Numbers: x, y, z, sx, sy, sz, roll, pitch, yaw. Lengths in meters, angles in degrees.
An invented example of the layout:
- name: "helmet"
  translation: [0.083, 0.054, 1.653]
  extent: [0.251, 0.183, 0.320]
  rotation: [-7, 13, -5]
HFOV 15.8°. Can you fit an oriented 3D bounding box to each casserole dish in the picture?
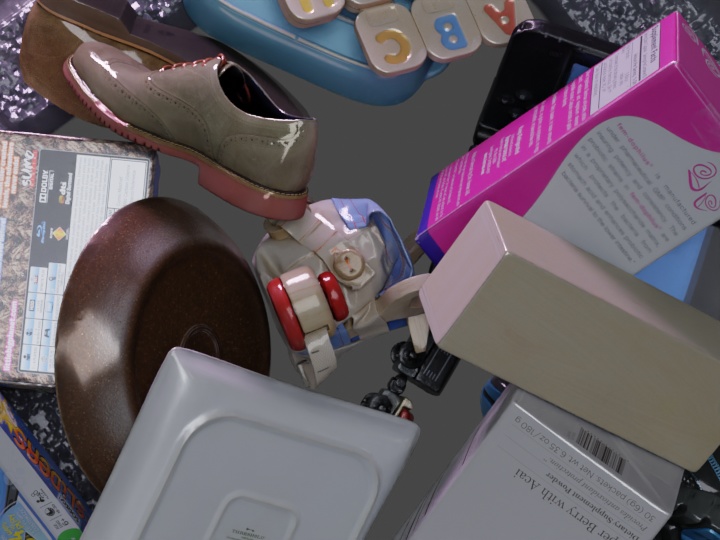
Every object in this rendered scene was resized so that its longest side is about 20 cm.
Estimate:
- name: "casserole dish"
  translation: [-0.026, -0.190, 1.723]
  extent: [0.199, 0.039, 0.122]
  rotation: [24, 82, 1]

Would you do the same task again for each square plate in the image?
- name: "square plate"
  translation: [-0.074, 0.163, 1.610]
  extent: [0.199, 0.028, 0.199]
  rotation: [20, 101, -34]

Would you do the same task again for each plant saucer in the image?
- name: "plant saucer"
  translation: [-0.112, 0.054, 1.620]
  extent: [0.037, 0.200, 0.202]
  rotation: [-1, 82, 35]

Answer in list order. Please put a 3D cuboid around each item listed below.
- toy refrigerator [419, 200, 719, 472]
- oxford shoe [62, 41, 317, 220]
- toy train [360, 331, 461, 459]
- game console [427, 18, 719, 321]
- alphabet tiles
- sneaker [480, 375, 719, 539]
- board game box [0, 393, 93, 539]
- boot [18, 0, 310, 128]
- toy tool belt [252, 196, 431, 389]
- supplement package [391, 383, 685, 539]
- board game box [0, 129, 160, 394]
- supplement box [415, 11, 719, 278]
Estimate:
- name: "toy refrigerator"
  translation: [0.140, 0.040, 1.568]
  extent: [0.199, 0.070, 0.076]
  rotation: [26, 114, -24]
- name: "oxford shoe"
  translation: [-0.101, -0.106, 1.612]
  extent: [0.200, 0.070, 0.075]
  rotation: [30, 113, 26]
- name: "toy train"
  translation: [0.013, 0.112, 1.695]
  extent: [0.046, 0.034, 0.201]
  rotation: [32, 83, -10]
- name: "game console"
  translation: [0.165, -0.044, 1.682]
  extent: [0.199, 0.176, 0.117]
  rotation: [18, 55, -1]
- name: "alphabet tiles"
  translation: [0.028, -0.225, 1.706]
  extent: [0.199, 0.015, 0.196]
  rotation: [-16, 70, -19]
- name: "sneaker"
  translation: [0.172, 0.116, 1.694]
  extent: [0.199, 0.073, 0.082]
  rotation: [30, 58, 2]
- name: "board game box"
  translation: [-0.272, 0.124, 1.613]
  extent: [0.135, 0.035, 0.200]
  rotation: [-29, 113, 15]
- name: "boot"
  translation: [-0.130, -0.121, 1.705]
  extent: [0.199, 0.074, 0.076]
  rotation: [25, 107, 0]
- name: "toy tool belt"
  translation: [0.000, 0.000, 1.624]
  extent: [0.122, 0.200, 0.125]
  rotation: [-23, 94, -3]
- name: "supplement package"
  translation: [0.095, 0.170, 1.610]
  extent: [0.121, 0.120, 0.200]
  rotation: [35, 111, 0]
- name: "board game box"
  translation: [-0.234, -0.005, 1.660]
  extent: [0.199, 0.097, 0.160]
  rotation: [6, 83, -2]
- name: "supplement box"
  translation: [0.145, -0.055, 1.614]
  extent: [0.200, 0.103, 0.101]
  rotation: [-33, 106, 20]
